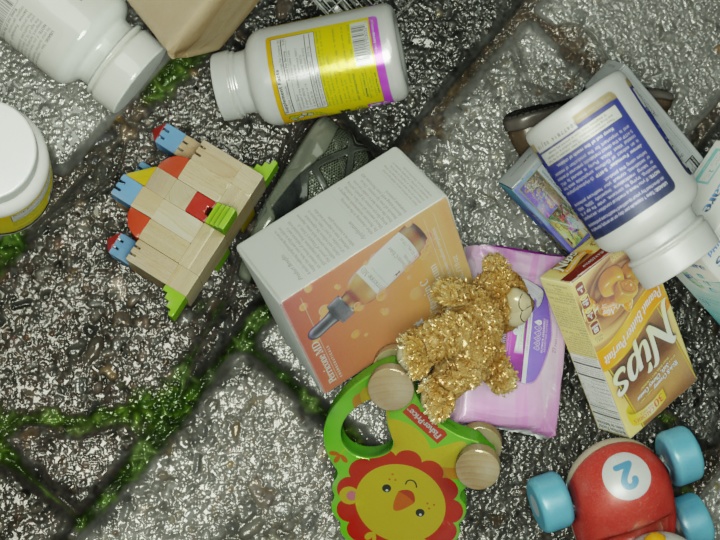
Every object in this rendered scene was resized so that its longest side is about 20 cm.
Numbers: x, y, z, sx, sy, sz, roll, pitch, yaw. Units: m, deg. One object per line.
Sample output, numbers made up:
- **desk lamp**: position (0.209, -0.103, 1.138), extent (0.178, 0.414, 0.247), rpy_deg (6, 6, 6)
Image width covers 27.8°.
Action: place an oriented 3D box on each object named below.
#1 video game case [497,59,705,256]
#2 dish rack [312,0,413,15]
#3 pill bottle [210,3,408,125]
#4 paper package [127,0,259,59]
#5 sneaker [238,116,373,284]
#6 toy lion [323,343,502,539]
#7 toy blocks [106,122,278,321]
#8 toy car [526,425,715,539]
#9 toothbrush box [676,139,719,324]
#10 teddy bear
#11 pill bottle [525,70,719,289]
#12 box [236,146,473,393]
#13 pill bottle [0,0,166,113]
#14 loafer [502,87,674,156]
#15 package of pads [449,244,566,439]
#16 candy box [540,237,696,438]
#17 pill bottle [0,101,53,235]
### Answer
- **video game case**: position (0.275, -0.094, 1.585), extent (0.181, 0.045, 0.200), rpy_deg (-48, 115, -4)
- **dish rack**: position (0.024, -0.354, 1.609), extent (0.200, 0.055, 0.154), rpy_deg (-42, 91, -9)
- **pill bottle**: position (-0.054, -0.213, 1.541), extent (0.199, 0.104, 0.105), rpy_deg (-10, 86, 7)
- **paper package**: position (-0.169, -0.356, 1.489), extent (0.200, 0.103, 0.191), rpy_deg (-45, 79, 27)
- **sneaker**: position (-0.046, -0.057, 1.553), extent (0.114, 0.076, 0.200), rpy_deg (32, 74, 1)
- **toy lion**: position (0.038, 0.205, 1.515), extent (0.200, 0.069, 0.192), rpy_deg (43, 110, -11)
- **toy blocks**: position (-0.197, -0.065, 1.529), extent (0.136, 0.100, 0.201), rpy_deg (30, 79, 6)
- **toy car**: position (0.296, 0.287, 1.496), extent (0.183, 0.200, 0.178), rpy_deg (-18, 117, -8)
- **toothbrush box**: position (0.429, -0.022, 1.590), extent (0.200, 0.085, 0.147), rpy_deg (42, 78, -32)
- **teddy bear**: position (0.112, 0.065, 1.454), extent (0.199, 0.067, 0.146), rpy_deg (-19, 91, -41)
- **pill bottle**: position (0.268, -0.088, 1.465), extent (0.119, 0.120, 0.201), rpy_deg (-34, 89, -11)
- **box**: position (0.000, 0.000, 1.500), extent (0.199, 0.153, 0.106), rpy_deg (-33, 46, -9)
- **pill bottle**: position (-0.306, -0.260, 1.508), extent (0.200, 0.114, 0.115), rpy_deg (39, 79, -4)
- **loafer**: position (0.256, -0.161, 1.627), extent (0.199, 0.073, 0.071), rpy_deg (-13, 102, -9)
- **package of pads**: position (0.158, 0.077, 1.576), extent (0.120, 0.076, 0.201), rpy_deg (8, 83, -12)
- **candy box**: position (0.279, 0.064, 1.562), extent (0.115, 0.055, 0.201), rpy_deg (-35, 114, -24)
- **pill bottle**: position (-0.363, -0.102, 1.438), extent (0.113, 0.200, 0.115), rpy_deg (1, 84, -10)
